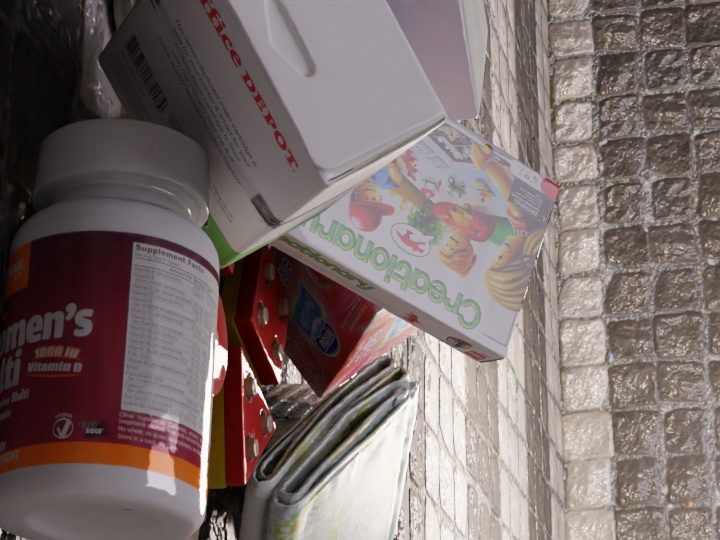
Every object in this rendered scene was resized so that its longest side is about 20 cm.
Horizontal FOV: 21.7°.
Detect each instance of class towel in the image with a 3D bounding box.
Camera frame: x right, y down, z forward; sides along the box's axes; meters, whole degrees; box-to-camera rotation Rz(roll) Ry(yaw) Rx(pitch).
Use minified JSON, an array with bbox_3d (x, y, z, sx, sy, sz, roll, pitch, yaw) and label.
[{"bbox_3d":[-0.029,0.173,1.281,0.171,0.048,0.201,-40,148,-45],"label":"towel"}]

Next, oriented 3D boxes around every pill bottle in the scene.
[{"bbox_3d":[-0.127,0.032,0.950,0.110,0.109,0.201,59,29,-63],"label":"pill bottle"}]

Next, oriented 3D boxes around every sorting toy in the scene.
[{"bbox_3d":[-0.101,0.039,1.153,0.200,0.069,0.199,72,19,-48],"label":"sorting toy"}]

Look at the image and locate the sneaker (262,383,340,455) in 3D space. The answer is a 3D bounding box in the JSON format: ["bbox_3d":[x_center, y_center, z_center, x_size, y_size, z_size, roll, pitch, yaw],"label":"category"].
[{"bbox_3d":[-0.044,0.143,1.396,0.200,0.069,0.100,-25,117,-72],"label":"sneaker"}]

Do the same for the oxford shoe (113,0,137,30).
[{"bbox_3d":[-0.105,-0.157,1.235,0.200,0.057,0.076,13,71,-78],"label":"oxford shoe"}]

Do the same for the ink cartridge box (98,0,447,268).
[{"bbox_3d":[-0.053,-0.100,1.009,0.146,0.084,0.200,61,-24,1],"label":"ink cartridge box"}]

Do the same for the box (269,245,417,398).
[{"bbox_3d":[0.000,0.000,1.311,0.095,0.102,0.200,52,-23,9],"label":"box"}]

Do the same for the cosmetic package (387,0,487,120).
[{"bbox_3d":[0.005,-0.220,1.468,0.200,0.166,0.167,-78,159,-63],"label":"cosmetic package"}]

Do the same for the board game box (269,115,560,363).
[{"bbox_3d":[0.026,-0.042,1.177,0.200,0.035,0.127,29,68,-26],"label":"board game box"}]
